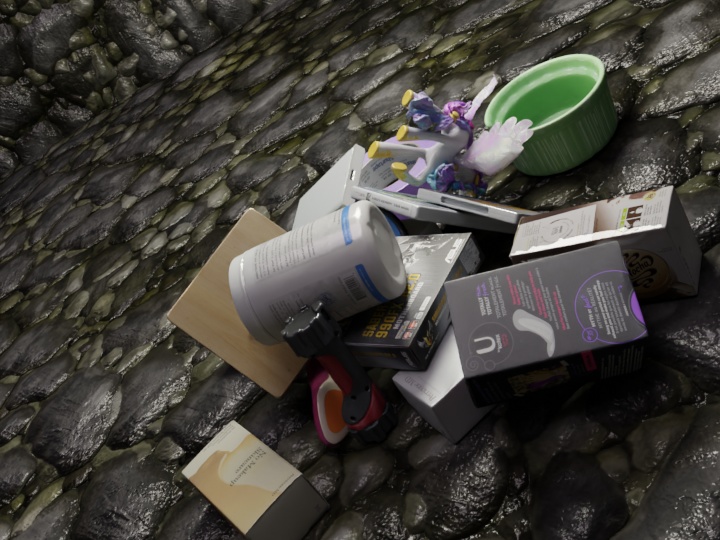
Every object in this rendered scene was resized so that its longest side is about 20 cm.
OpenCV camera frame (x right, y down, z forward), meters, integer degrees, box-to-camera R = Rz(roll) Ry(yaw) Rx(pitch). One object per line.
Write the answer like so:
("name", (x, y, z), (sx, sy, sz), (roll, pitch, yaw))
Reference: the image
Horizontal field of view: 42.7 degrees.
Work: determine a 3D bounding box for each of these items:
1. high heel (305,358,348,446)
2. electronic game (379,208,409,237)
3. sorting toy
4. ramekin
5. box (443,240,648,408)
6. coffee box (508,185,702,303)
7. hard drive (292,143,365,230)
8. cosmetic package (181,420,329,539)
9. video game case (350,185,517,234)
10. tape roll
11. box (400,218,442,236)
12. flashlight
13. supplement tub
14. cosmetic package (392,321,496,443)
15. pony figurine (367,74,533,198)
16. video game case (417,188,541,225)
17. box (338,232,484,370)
("high heel", (-0.052, 0.173, 1.281), (0.096, 0.067, 0.201), (-50, 31, 38))
("electronic game", (0.000, 0.000, 1.383), (0.199, 0.041, 0.201), (-8, 78, 41))
("sorting toy", (-0.135, 0.051, 1.318), (0.199, 0.199, 0.070), (-54, -9, -13))
("ramekin", (0.305, -0.240, 1.448), (0.199, 0.098, 0.201), (-25, 32, 17))
("box", (0.206, 0.063, 1.030), (0.199, 0.106, 0.123), (-13, 62, 7))
("coffee box", (0.299, -0.020, 1.128), (0.199, 0.113, 0.080), (-11, 38, 35))
("hard drive", (-0.062, -0.119, 1.616), (0.200, 0.026, 0.133), (-38, 34, 49))
("cosmetic package", (-0.139, 0.281, 1.186), (0.105, 0.071, 0.200), (-46, 31, -18))
("video game case", (0.113, -0.091, 1.368), (0.182, 0.199, 0.024), (24, 105, 56))
("tape roll", (0.060, -0.156, 1.611), (0.199, 0.066, 0.201), (-26, 32, 17))
("box", (0.034, -0.027, 1.451), (0.199, 0.069, 0.082), (-4, 42, 41))
("flashlight", (-0.028, 0.133, 1.155), (0.068, 0.200, 0.068), (-15, 36, 33))
("supplement tub", (-0.053, 0.004, 1.181), (0.199, 0.132, 0.132), (-21, 33, 17))
("cosmetic package", (0.148, 0.107, 1.143), (0.200, 0.074, 0.102), (-41, 30, -12))
("pony figurine", (0.140, -0.194, 1.375), (0.193, 0.199, 0.167), (-55, 33, 31))
("video game case", (0.196, -0.085, 1.305), (0.200, 0.142, 0.018), (22, 103, 50))
("box", (0.054, 0.037, 1.212), (0.158, 0.048, 0.200), (0, 45, 41))
